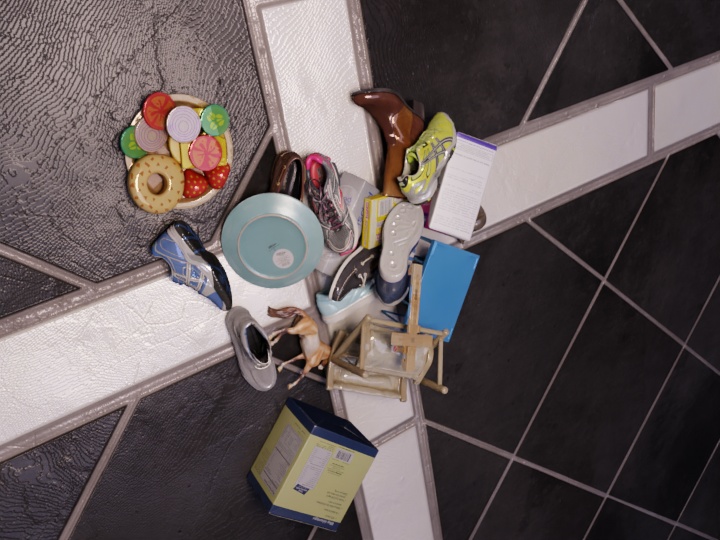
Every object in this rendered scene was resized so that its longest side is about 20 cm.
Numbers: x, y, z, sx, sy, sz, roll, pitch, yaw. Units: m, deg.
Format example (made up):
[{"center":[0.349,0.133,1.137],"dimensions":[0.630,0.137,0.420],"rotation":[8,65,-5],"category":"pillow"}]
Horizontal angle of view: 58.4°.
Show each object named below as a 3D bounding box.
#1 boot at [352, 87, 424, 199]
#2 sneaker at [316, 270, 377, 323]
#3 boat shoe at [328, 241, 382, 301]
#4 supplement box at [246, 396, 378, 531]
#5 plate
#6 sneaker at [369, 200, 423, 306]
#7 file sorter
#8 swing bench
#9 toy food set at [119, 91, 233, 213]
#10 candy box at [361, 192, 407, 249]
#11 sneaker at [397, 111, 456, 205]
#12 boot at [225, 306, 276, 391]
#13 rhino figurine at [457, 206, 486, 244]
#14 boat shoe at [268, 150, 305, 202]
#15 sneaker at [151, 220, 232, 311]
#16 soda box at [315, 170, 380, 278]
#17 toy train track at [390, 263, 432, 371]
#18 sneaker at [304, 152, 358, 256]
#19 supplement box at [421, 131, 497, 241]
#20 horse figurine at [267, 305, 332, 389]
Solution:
[{"center":[0.053,-0.249,1.293],"dimensions":[0.186,0.067,0.206],"rotation":[9,85,-46],"category":"boot"},{"center":[-0.009,0.027,1.367],"dimensions":[0.198,0.073,0.083],"rotation":[-36,118,-22],"category":"sneaker"},{"center":[0.000,0.000,1.317],"dimensions":[0.201,0.059,0.075],"rotation":[-51,167,-46],"category":"boat shoe"},{"center":[-0.104,0.422,1.401],"dimensions":[0.198,0.134,0.203],"rotation":[30,89,-35],"category":"supplement box"},{"center":[-0.166,-0.048,1.218],"dimensions":[0.194,0.026,0.205],"rotation":[-3,119,-5],"category":"plate"},{"center":[0.076,-0.025,1.328],"dimensions":[0.148,0.078,0.204],"rotation":[92,13,-57],"category":"sneaker"},{"center":[0.148,0.031,1.436],"dimensions":[0.136,0.122,0.205],"rotation":[15,99,-35],"category":"file sorter"},{"center":[0.054,0.189,1.347],"dimensions":[0.194,0.199,0.133],"rotation":[13,69,-22],"category":"swing bench"},{"center":[-0.312,-0.205,1.112],"dimensions":[0.195,0.048,0.204],"rotation":[-11,111,-28],"category":"toy food set"},{"center":[0.074,-0.120,1.355],"dimensions":[0.198,0.026,0.105],"rotation":[-23,125,-47],"category":"candy box"},{"center":[0.133,-0.233,1.278],"dimensions":[0.076,0.074,0.204],"rotation":[36,66,-41],"category":"sneaker"},{"center":[-0.206,0.172,1.276],"dimensions":[0.073,0.095,0.204],"rotation":[-31,120,-19],"category":"boot"},{"center":[0.223,-0.162,1.456],"dimensions":[0.087,0.060,0.202],"rotation":[-39,116,-13],"category":"rhino figurine"},{"center":[-0.146,-0.125,1.231],"dimensions":[0.069,0.070,0.206],"rotation":[-2,108,-29],"category":"boat shoe"},{"center":[-0.303,0.001,1.184],"dimensions":[0.076,0.076,0.202],"rotation":[-28,121,5],"category":"sneaker"},{"center":[-0.038,-0.090,1.302],"dimensions":[0.068,0.063,0.204],"rotation":[24,93,-57],"category":"soda box"},{"center":[0.095,0.090,1.251],"dimensions":[0.113,0.032,0.206],"rotation":[9,84,-41],"category":"toy train track"},{"center":[-0.065,-0.125,1.231],"dimensions":[0.079,0.075,0.205],"rotation":[-21,85,11],"category":"sneaker"},{"center":[0.202,-0.176,1.364],"dimensions":[0.101,0.101,0.206],"rotation":[14,93,-14],"category":"supplement box"},{"center":[-0.125,0.151,1.348],"dimensions":[0.131,0.050,0.204],"rotation":[-29,119,-20],"category":"horse figurine"}]
